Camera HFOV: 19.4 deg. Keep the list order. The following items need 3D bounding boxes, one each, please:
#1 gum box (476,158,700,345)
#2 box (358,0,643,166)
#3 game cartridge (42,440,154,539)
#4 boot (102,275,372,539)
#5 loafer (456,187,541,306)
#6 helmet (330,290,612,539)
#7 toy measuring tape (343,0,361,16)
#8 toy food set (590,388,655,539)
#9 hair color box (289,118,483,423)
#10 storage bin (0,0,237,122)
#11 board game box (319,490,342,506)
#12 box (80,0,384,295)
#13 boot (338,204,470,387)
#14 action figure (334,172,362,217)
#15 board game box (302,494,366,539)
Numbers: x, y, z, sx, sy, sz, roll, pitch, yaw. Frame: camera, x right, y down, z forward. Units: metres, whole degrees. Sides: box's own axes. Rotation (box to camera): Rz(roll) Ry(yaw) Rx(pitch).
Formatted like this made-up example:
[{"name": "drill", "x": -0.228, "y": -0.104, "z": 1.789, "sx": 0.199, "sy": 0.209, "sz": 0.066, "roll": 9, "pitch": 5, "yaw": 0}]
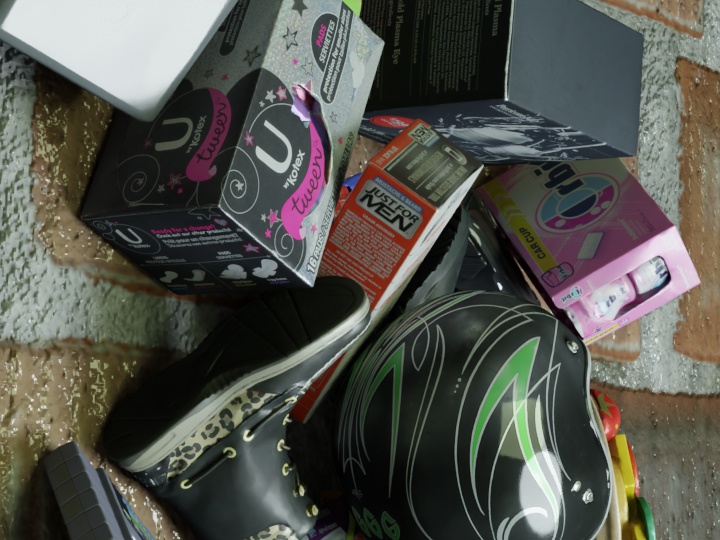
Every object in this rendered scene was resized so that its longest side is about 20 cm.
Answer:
[{"name": "gum box", "x": 0.186, "y": -0.028, "z": 1.725, "sx": 0.066, "sy": 0.113, "sz": 0.200, "roll": 59, "pitch": 1, "yaw": -34}, {"name": "box", "x": 0.094, "y": -0.152, "z": 1.643, "sx": 0.200, "sy": 0.182, "sz": 0.104, "roll": 15, "pitch": 76, "yaw": -52}, {"name": "game cartridge", "x": -0.135, "y": 0.212, "z": 1.368, "sx": 0.200, "sy": 0.038, "sz": 0.130, "roll": 60, "pitch": 1, "yaw": -32}, {"name": "boot", "x": -0.059, "y": 0.107, "z": 1.451, "sx": 0.203, "sy": 0.074, "sz": 0.154, "roll": -34, "pitch": 128, "yaw": -3}, {"name": "loafer", "x": 0.120, "y": 0.019, "z": 1.763, "sx": 0.200, "sy": 0.072, "sz": 0.063, "roll": 61, "pitch": 39, "yaw": -26}, {"name": "helmet", "x": 0.075, "y": 0.113, "z": 1.502, "sx": 0.200, "sy": 0.200, "sz": 0.191, "roll": -24, "pitch": 103, "yaw": -52}, {"name": "toy measuring tape", "x": -0.031, "y": -0.233, "z": 1.533, "sx": 0.074, "sy": 0.073, "sz": 0.201, "roll": -28, "pitch": 131, "yaw": -51}, {"name": "toy food set", "x": 0.197, "y": 0.187, "z": 1.782, "sx": 0.200, "sy": 0.048, "sz": 0.199, "roll": 106, "pitch": -25, "yaw": -69}, {"name": "hair color box", "x": 0.000, "y": 0.000, "z": 1.490, "sx": 0.064, "sy": 0.200, "sz": 0.111, "roll": 36, "pitch": 27, "yaw": 5}, {"name": "storage bin", "x": -0.177, "y": -0.194, "z": 1.337, "sx": 0.200, "sy": 0.145, "sz": 0.135, "roll": 31, "pitch": 91, "yaw": -49}, {"name": "board game box", "x": 0.035, "y": 0.225, "z": 1.668, "sx": 0.200, "sy": 0.030, "sz": 0.096, "roll": 11, "pitch": 80, "yaw": -55}, {"name": "box", "x": -0.085, "y": -0.098, "z": 1.438, "sx": 0.115, "sy": 0.132, "sz": 0.200, "roll": 40, "pitch": 57, "yaw": -43}, {"name": "boot", "x": 0.063, "y": 0.065, "z": 1.678, "sx": 0.162, "sy": 0.073, "sz": 0.199, "roll": 47, "pitch": 59, "yaw": -38}, {"name": "action figure", "x": -0.009, "y": -0.051, "z": 1.593, "sx": 0.200, "sy": 0.052, "sz": 0.065, "roll": -14, "pitch": 59, "yaw": -41}, {"name": "board game box", "x": 0.037, "y": 0.210, "z": 1.577, "sx": 0.200, "sy": 0.032, "sz": 0.120, "roll": -23, "pitch": 75, "yaw": -31}]
